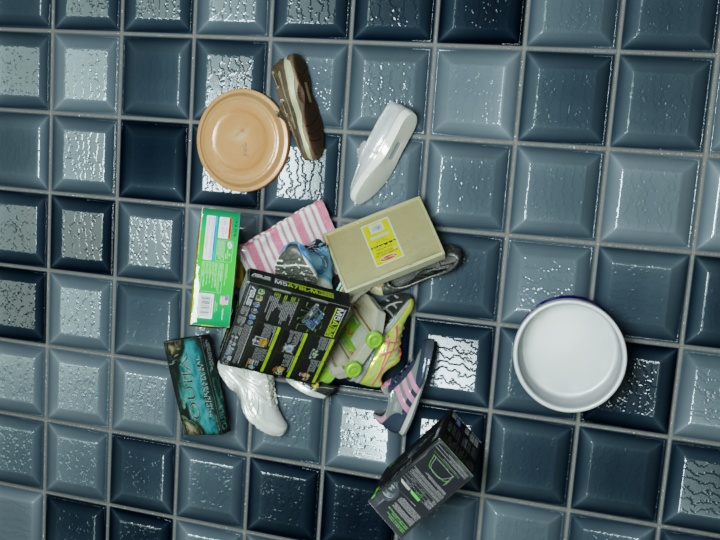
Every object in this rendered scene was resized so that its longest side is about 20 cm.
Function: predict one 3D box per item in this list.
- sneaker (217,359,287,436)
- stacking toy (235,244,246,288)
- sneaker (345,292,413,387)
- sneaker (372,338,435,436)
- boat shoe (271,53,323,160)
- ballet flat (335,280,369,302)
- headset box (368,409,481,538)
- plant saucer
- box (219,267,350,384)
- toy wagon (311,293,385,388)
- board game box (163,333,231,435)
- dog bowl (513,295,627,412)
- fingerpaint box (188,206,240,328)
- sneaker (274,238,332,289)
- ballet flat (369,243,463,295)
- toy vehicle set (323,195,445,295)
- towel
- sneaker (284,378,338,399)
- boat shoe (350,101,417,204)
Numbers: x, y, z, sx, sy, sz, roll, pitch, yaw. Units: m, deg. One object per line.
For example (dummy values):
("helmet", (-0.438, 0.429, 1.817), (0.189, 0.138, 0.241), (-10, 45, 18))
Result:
("sneaker", (-0.201, 0.239, 1.564), (0.099, 0.078, 0.201), (-38, 87, 12))
("stacking toy", (-0.219, -0.009, 1.536), (0.196, 0.116, 0.112), (2, 92, 2))
("sneaker", (0.051, 0.137, 1.497), (0.090, 0.078, 0.202), (31, 94, -26))
("sneaker", (0.084, 0.217, 1.489), (0.081, 0.070, 0.203), (20, 100, 7))
("boat shoe", (-0.126, -0.307, 1.492), (0.074, 0.074, 0.206), (-13, 86, 27))
("ballet flat", (0.000, 0.000, 1.468), (0.064, 0.071, 0.203), (22, 82, 0))
("headset box", (0.119, 0.380, 1.446), (0.093, 0.174, 0.200), (46, 106, 4))
("plant saucer", (-0.236, -0.258, 1.540), (0.196, 0.032, 0.205), (2, 97, 14))
("box", (-0.139, 0.105, 1.392), (0.190, 0.048, 0.202), (13, 125, -17))
("toy wagon", (-0.029, 0.142, 1.476), (0.039, 0.155, 0.201), (27, 103, -31))
("board game box", (-0.338, 0.237, 1.594), (0.134, 0.028, 0.204), (-11, 93, 41))
("dog bowl", (0.377, 0.148, 1.403), (0.196, 0.079, 0.204), (1, 96, 14))
("fingerpaint box", (-0.264, 0.002, 1.400), (0.072, 0.167, 0.204), (6, 83, -13))
("sneaker", (-0.098, -0.019, 1.392), (0.077, 0.200, 0.092), (6, 75, 14))
("ballet flat", (0.101, -0.004, 1.468), (0.197, 0.057, 0.068), (-22, 90, 16))
("toy vehicle set", (0.043, -0.045, 1.428), (0.197, 0.027, 0.126), (-21, 70, -2))
("towel", (-0.123, -0.025, 1.473), (0.198, 0.030, 0.148), (-32, 103, -19))
("sneaker", (-0.124, 0.174, 1.536), (0.198, 0.080, 0.087), (34, 99, 6))
("boat shoe", (0.029, -0.224, 1.461), (0.068, 0.071, 0.202), (39, 112, 29))
